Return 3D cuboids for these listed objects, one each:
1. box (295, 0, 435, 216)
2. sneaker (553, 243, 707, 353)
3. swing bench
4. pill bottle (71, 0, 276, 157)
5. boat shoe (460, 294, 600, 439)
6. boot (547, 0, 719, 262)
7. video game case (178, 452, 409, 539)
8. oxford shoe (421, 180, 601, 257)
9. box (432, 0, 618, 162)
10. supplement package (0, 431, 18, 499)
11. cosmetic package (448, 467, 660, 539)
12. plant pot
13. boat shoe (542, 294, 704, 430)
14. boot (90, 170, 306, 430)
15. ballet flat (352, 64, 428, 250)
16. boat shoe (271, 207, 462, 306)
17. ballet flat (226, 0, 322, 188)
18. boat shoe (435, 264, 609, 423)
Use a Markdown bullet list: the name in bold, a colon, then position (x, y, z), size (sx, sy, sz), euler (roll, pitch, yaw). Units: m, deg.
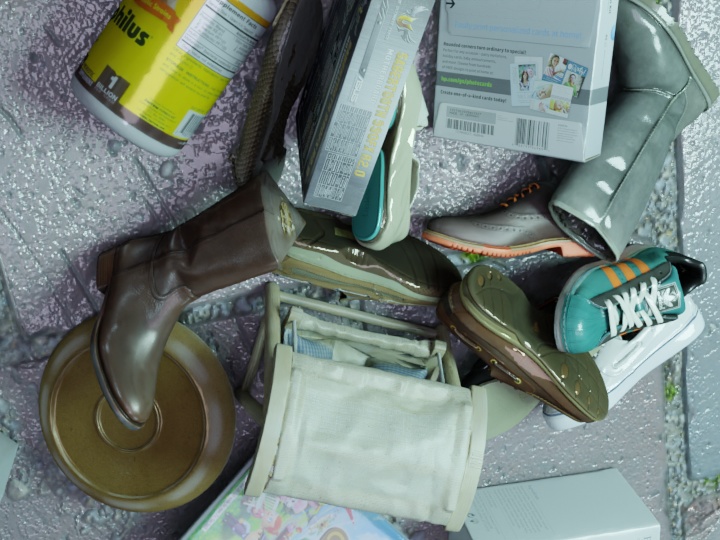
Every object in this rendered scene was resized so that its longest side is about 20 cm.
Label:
- **box**: position (-0.002, -0.172, 0.819), size (0.048, 0.159, 0.201), euler (12, 122, -15)
- **sneaker**: position (0.260, 0.023, 0.949), size (0.199, 0.080, 0.072), euler (-29, 115, -41)
- **swing bench**: position (-0.003, 0.123, 0.923), size (0.197, 0.200, 0.131), euler (13, 106, -15)
- **pill bottle**: position (-0.145, -0.203, 0.832), size (0.109, 0.109, 0.200), euler (34, 99, -19)
- **boat shoe**: position (0.154, 0.105, 1.023), size (0.201, 0.063, 0.074), euler (-40, 127, 8)
- **boot**: position (0.232, -0.136, 0.925), size (0.182, 0.073, 0.200), euler (42, 85, -20)
- **video game case**: position (-0.078, 0.287, 0.978), size (0.182, 0.022, 0.200), euler (42, 84, 0)
- **oxford shoe**: position (0.153, -0.052, 0.969), size (0.198, 0.071, 0.073), euler (-2, 100, -19)
- **box**: position (0.143, -0.208, 0.872), size (0.155, 0.041, 0.202), euler (14, 113, 32)
- **supplement package**: position (-0.438, 0.188, 0.869), size (0.147, 0.191, 0.200), euler (-45, 110, 7)
- **cosmetic package**: position (0.206, 0.342, 1.082), size (0.198, 0.123, 0.201), euler (-7, 110, -9)
- **plant pot**: position (-0.217, 0.138, 0.945), size (0.198, 0.027, 0.202), euler (1, 100, 8)
- **boat shoe**: position (0.262, 0.084, 1.036), size (0.200, 0.074, 0.066), euler (-38, 107, -7)
- **boot**: position (-0.135, 0.023, 0.862), size (0.199, 0.188, 0.064), euler (-21, 154, 16)
- **ballet flat**: position (0.030, -0.119, 0.919), size (0.069, 0.069, 0.202), euler (5, 96, -12)
- **boat shoe**: position (0.000, 0.000, 0.962), size (0.199, 0.072, 0.076), euler (19, 130, -17)
- **ballet flat**: position (-0.080, -0.156, 0.877), size (0.046, 0.067, 0.201), euler (30, 124, 19)
- **boat shoe**: position (0.156, 0.077, 0.950), size (0.200, 0.072, 0.067), euler (41, 133, -15)
